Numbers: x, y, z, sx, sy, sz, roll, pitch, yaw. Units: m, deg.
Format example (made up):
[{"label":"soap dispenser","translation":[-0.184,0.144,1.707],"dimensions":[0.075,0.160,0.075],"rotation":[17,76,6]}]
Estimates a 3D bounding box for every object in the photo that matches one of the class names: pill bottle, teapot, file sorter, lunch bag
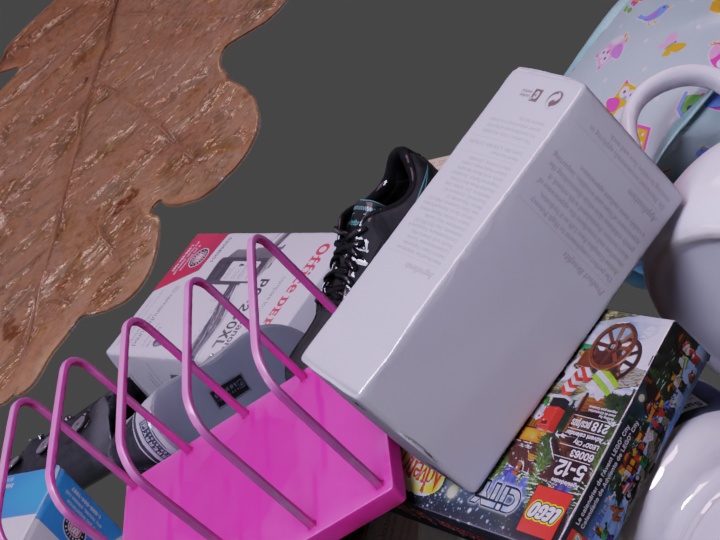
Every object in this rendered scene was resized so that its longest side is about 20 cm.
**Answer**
[{"label":"pill bottle","translation":[0.171,0.120,0.853],"dimensions":[0.119,0.120,0.200],"rotation":[-40,31,-7]},{"label":"teapot","translation":[0.264,-0.022,0.882],"dimensions":[0.197,0.200,0.146],"rotation":[3,50,48]},{"label":"file sorter","translation":[-0.095,0.095,0.876],"dimensions":[0.200,0.125,0.139],"rotation":[-33,32,18]},{"label":"lunch bag","translation":[0.207,-0.094,1.030],"dimensions":[0.200,0.122,0.170],"rotation":[-48,31,-6]}]

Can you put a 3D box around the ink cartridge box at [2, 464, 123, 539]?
[{"label":"ink cartridge box","translation":[-0.249,0.263,1.046],"dimensions":[0.144,0.147,0.200],"rotation":[-14,36,32]}]

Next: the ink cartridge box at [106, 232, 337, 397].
[{"label":"ink cartridge box","translation":[-0.086,0.045,1.248],"dimensions":[0.199,0.083,0.145],"rotation":[0,45,46]}]

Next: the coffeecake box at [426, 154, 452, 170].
[{"label":"coffeecake box","translation":[0.077,-0.002,1.161],"dimensions":[0.153,0.073,0.200],"rotation":[-10,39,35]}]

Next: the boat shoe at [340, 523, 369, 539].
[{"label":"boat shoe","translation":[-0.029,0.142,0.958],"dimensions":[0.203,0.075,0.075],"rotation":[-62,4,-28]}]

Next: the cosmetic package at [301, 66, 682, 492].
[{"label":"cosmetic package","translation":[0.071,0.003,0.819],"dimensions":[0.200,0.102,0.074],"rotation":[-52,31,-7]}]

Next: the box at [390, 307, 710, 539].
[{"label":"box","translation":[0.081,0.082,0.854],"dimensions":[0.200,0.038,0.137],"rotation":[8,63,54]}]

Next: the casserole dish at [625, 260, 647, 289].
[{"label":"casserole dish","translation":[0.239,-0.055,1.107],"dimensions":[0.121,0.039,0.200],"rotation":[-14,37,32]}]

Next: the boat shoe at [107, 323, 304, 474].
[{"label":"boat shoe","translation":[-0.096,0.096,1.071],"dimensions":[0.068,0.074,0.199],"rotation":[-35,-2,35]}]

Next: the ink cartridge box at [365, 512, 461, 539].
[{"label":"ink cartridge box","translation":[-0.037,0.221,0.971],"dimensions":[0.199,0.067,0.117],"rotation":[-18,35,28]}]

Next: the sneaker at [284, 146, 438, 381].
[{"label":"sneaker","translation":[0.000,0.000,1.087],"dimensions":[0.075,0.079,0.200],"rotation":[5,51,47]}]

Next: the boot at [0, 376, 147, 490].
[{"label":"boot","translation":[-0.258,0.186,1.236],"dimensions":[0.199,0.066,0.165],"rotation":[-28,30,17]}]
